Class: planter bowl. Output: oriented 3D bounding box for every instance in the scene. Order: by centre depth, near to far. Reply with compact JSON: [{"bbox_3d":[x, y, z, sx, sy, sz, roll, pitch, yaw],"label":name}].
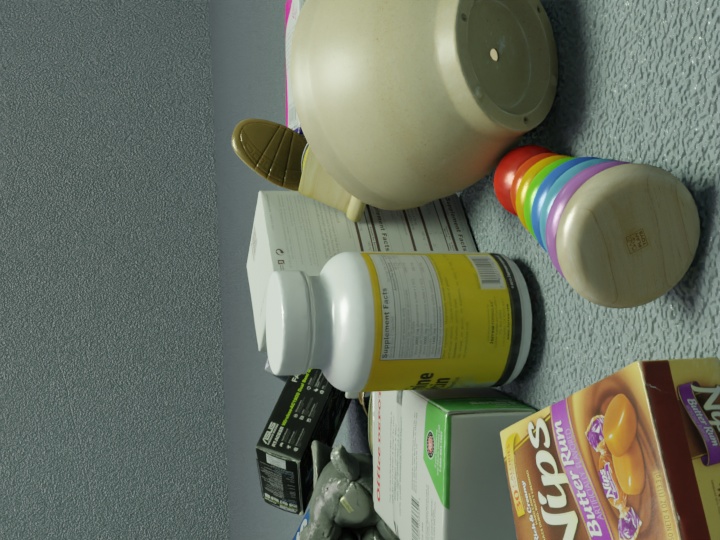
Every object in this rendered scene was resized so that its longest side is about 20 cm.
[{"bbox_3d":[0.064,-0.154,0.675,0.134,0.200,0.201,-7,83,48],"label":"planter bowl"}]

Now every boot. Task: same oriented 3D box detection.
[{"bbox_3d":[-0.085,-0.139,1.177,0.072,0.199,0.155,-67,15,1],"label":"boot"}]

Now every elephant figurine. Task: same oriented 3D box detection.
[{"bbox_3d":[-0.007,0.257,1.046,0.155,0.141,0.200,-55,9,14],"label":"elephant figurine"}]

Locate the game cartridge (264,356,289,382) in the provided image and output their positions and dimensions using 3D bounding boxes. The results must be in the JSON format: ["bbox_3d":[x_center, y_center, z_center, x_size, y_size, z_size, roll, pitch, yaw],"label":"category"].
[{"bbox_3d":[-0.068,0.056,1.194,0.133,0.041,0.201,67,-137,-76],"label":"game cartridge"}]

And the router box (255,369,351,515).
[{"bbox_3d":[-0.068,0.195,1.156,0.150,0.062,0.200,91,-161,-50],"label":"router box"}]

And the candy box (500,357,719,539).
[{"bbox_3d":[0.157,0.137,0.550,0.200,0.056,0.117,121,145,-65],"label":"candy box"}]

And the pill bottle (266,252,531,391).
[{"bbox_3d":[0.028,0.041,0.715,0.112,0.199,0.113,180,90,-75],"label":"pill bottle"}]

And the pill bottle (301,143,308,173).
[{"bbox_3d":[0.003,-0.096,0.998,0.200,0.111,0.113,-121,34,-63],"label":"pill bottle"}]

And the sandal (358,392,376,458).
[{"bbox_3d":[0.032,0.125,0.956,0.057,0.080,0.202,-45,33,37],"label":"sandal"}]

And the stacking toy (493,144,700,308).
[{"bbox_3d":[0.137,-0.047,0.584,0.200,0.085,0.086,-119,32,-69],"label":"stacking toy"}]

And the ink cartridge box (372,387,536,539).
[{"bbox_3d":[0.076,0.174,0.788,0.200,0.084,0.147,-164,74,-74],"label":"ink cartridge box"}]

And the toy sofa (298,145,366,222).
[{"bbox_3d":[0.024,-0.145,0.823,0.083,0.097,0.201,114,179,-58],"label":"toy sofa"}]

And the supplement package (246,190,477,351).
[{"bbox_3d":[0.000,0.000,0.845,0.114,0.199,0.110,109,155,-48],"label":"supplement package"}]

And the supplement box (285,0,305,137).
[{"bbox_3d":[-0.047,-0.277,1.198,0.101,0.103,0.201,-176,85,-76],"label":"supplement box"}]

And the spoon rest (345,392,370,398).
[{"bbox_3d":[0.014,0.078,1.098,0.200,0.060,0.100,-88,9,-50],"label":"spoon rest"}]

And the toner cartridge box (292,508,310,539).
[{"bbox_3d":[-0.058,0.372,1.017,0.200,0.043,0.095,-112,46,-74],"label":"toner cartridge box"}]
